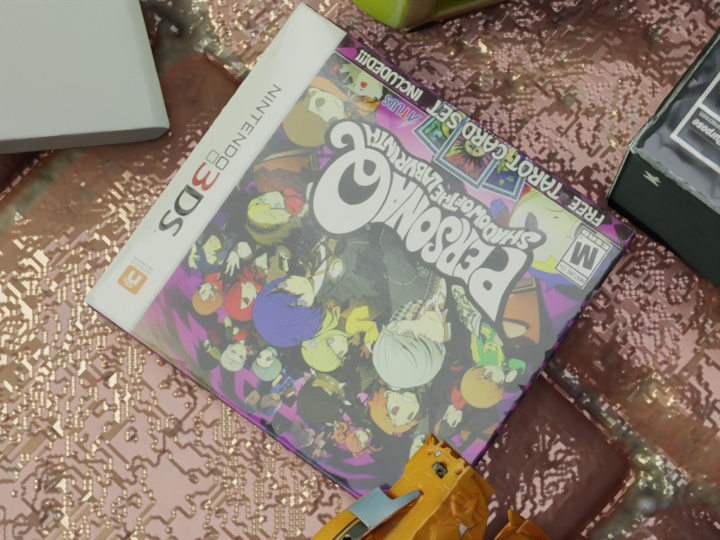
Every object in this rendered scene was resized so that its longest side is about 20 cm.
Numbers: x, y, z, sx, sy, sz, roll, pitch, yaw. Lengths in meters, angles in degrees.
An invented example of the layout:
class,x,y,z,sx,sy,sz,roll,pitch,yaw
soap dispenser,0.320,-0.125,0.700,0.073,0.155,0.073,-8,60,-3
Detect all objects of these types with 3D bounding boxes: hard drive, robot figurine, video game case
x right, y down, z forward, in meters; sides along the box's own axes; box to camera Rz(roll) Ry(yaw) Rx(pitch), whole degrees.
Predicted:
class,x,y,z,sx,sy,sz,roll,pitch,yaw
hard drive,-0.175,-0.155,0.889,0.132,0.027,0.201,-8,78,-34
robot figurine,0.001,0.177,0.827,0.200,0.058,0.145,-46,124,-1
video game case,0.000,0.000,0.887,0.200,0.036,0.182,36,84,6

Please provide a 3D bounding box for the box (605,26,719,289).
class,x,y,z,sx,sy,sz,roll,pitch,yaw
box,0.251,-0.059,0.849,0.200,0.123,0.199,38,82,8

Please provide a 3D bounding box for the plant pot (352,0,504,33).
class,x,y,z,sx,sy,sz,roll,pitch,yaw
plant pot,0.057,-0.223,0.847,0.198,0.200,0.182,-17,88,-2
